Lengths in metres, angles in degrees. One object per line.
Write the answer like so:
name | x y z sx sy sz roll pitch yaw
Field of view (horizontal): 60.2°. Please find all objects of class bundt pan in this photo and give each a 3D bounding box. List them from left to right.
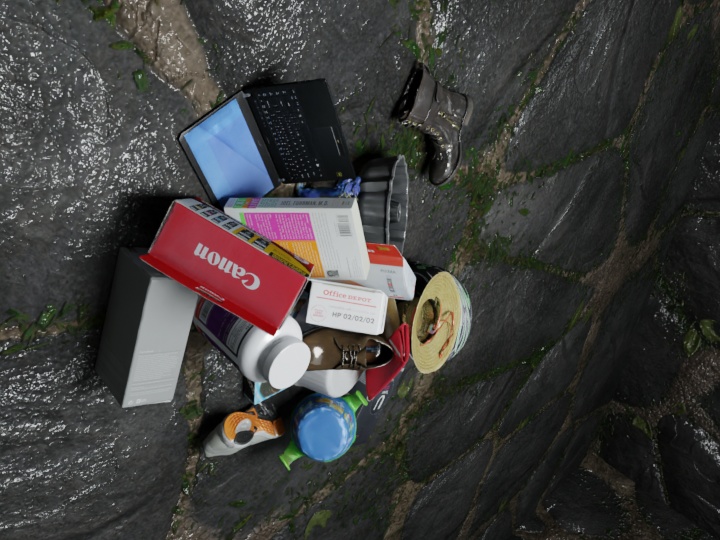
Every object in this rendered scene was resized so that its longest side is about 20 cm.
bundt pan | 0.034 -0.106 1.102 0.202 0.075 0.205 5 90 -77

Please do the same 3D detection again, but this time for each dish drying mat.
dish drying mat | 0.045 0.169 1.132 0.018 0.078 0.200 8 149 -16

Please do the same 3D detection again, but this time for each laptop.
laptop | -0.127 -0.165 0.905 0.178 0.197 0.104 71 24 -47

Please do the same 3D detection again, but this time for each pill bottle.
pill bottle | -0.167 0.095 0.962 0.112 0.199 0.114 -28 134 -33

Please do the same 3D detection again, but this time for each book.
book | -0.093 -0.047 0.929 0.048 0.197 0.135 -71 158 -44

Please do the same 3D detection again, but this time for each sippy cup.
sippy cup | -0.071 0.304 1.189 0.130 0.138 0.180 115 -9 -82

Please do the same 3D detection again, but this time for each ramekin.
ramekin | -0.050 0.139 1.171 0.201 0.097 0.202 -47 149 -40

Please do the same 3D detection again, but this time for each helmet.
helmet | 0.144 0.093 1.318 0.199 0.190 0.202 -30 135 -36

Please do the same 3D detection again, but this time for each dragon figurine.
dragon figurine | -0.080 -0.086 1.017 0.201 0.099 0.059 -56 143 -3

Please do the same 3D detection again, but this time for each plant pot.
plant pot | 0.038 0.071 1.204 0.027 0.201 0.202 -13 130 -9

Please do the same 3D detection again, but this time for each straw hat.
straw hat | 0.110 0.092 1.168 0.200 0.084 0.204 -24 119 -51

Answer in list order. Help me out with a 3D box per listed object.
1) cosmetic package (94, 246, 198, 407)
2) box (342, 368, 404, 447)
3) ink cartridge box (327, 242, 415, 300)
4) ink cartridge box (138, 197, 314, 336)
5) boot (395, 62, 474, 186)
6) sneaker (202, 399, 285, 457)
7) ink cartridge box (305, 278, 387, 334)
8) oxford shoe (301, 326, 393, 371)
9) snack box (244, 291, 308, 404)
cosmetic package | -0.301 0.077 0.876 0.089 0.106 0.202 4 114 -47
box | -0.008 0.264 1.328 0.122 0.105 0.202 11 107 -60
ink cartridge box | 0.000 0.000 1.028 0.200 0.160 0.051 42 57 -70
ink cartridge box | -0.169 -0.011 0.832 0.085 0.198 0.176 -59 -175 7
boot | 0.125 -0.267 1.163 0.173 0.069 0.203 3 105 -47
sneaker | -0.221 0.301 1.168 0.091 0.076 0.199 -32 162 19
ink cartridge box | -0.019 0.060 0.987 0.200 0.113 0.069 46 53 -83
oxford shoe | -0.030 0.132 1.031 0.198 0.084 0.074 -2 97 -32
snack box | -0.155 0.137 1.139 0.115 0.037 0.203 -22 130 -41
